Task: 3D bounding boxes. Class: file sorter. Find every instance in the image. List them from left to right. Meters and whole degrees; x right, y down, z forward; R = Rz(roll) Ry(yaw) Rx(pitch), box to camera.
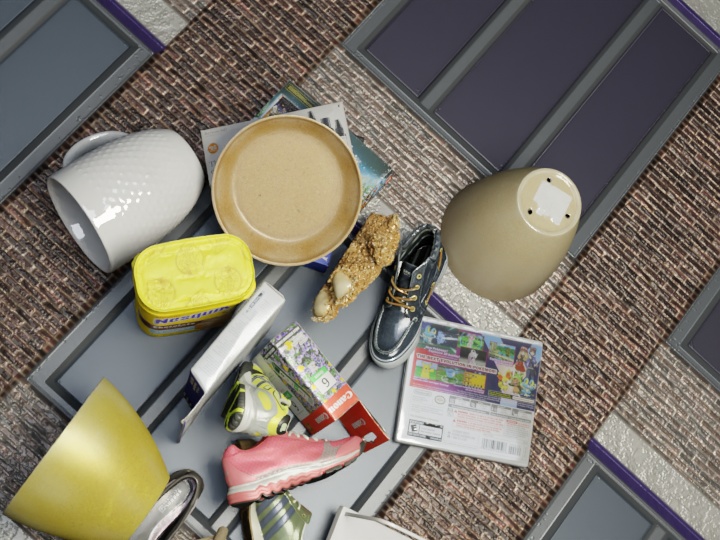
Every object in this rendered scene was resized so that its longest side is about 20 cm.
[{"bbox_3d":[0.017,0.428,1.427,0.138,0.124,0.202,30,72,-22],"label":"file sorter"}]

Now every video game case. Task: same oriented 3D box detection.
[{"bbox_3d":[0.155,0.172,1.589,0.198,0.023,0.185,12,75,-9],"label":"video game case"}]

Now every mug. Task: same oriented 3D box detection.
[{"bbox_3d":[-0.319,-0.120,1.495,0.175,0.149,0.200,-36,56,-23],"label":"mug"}]

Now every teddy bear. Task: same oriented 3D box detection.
[{"bbox_3d":[0.000,0.000,1.524,0.066,0.200,0.145,36,115,-2],"label":"teddy bear"}]

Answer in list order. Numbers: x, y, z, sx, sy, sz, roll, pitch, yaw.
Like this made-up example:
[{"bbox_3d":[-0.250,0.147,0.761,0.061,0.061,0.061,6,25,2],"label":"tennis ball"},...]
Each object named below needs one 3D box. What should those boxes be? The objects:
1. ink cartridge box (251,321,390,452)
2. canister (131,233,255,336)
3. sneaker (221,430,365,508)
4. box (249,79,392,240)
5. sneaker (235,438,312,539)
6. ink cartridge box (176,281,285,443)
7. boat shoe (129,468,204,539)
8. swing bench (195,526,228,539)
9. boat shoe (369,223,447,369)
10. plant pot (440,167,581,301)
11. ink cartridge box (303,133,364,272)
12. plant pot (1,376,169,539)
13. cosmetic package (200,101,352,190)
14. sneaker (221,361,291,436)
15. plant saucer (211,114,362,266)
[{"bbox_3d":[-0.055,0.172,1.492,0.050,0.109,0.201,-38,88,-27],"label":"ink cartridge box"},{"bbox_3d":[-0.221,0.025,1.442,0.147,0.200,0.088,-10,79,-15],"label":"canister"},{"bbox_3d":[-0.086,0.234,1.432,0.198,0.074,0.088,-15,77,-26],"label":"sneaker"},{"bbox_3d":[-0.072,-0.150,1.551,0.200,0.038,0.137,42,79,12],"label":"box"},{"bbox_3d":[-0.110,0.320,1.475,0.089,0.067,0.203,-6,79,-22],"label":"sneaker"},{"bbox_3d":[-0.182,0.121,1.430,0.040,0.200,0.201,38,70,1],"label":"ink cartridge box"},{"bbox_3d":[-0.277,0.336,1.432,0.067,0.057,0.200,41,72,-1],"label":"boat shoe"},{"bbox_3d":[-0.189,0.441,1.331,0.128,0.200,0.202,-12,96,-15],"label":"swing bench"},{"bbox_3d":[0.061,0.032,1.554,0.070,0.091,0.202,17,68,20],"label":"boat shoe"},{"bbox_3d":[0.230,-0.070,1.568,0.185,0.200,0.190,3,76,-12],"label":"plant pot"},{"bbox_3d":[-0.065,-0.108,1.590,0.093,0.044,0.202,18,74,-6],"label":"ink cartridge box"},{"bbox_3d":[-0.321,0.255,1.372,0.141,0.200,0.201,37,72,-7],"label":"plant pot"},{"bbox_3d":[-0.112,-0.165,1.510,0.197,0.051,0.084,-12,74,-1],"label":"cosmetic package"},{"bbox_3d":[-0.133,0.174,1.437,0.076,0.200,0.076,21,99,-9],"label":"sneaker"},{"bbox_3d":[-0.096,-0.107,1.469,0.197,0.035,0.203,-1,107,-3],"label":"plant saucer"}]
